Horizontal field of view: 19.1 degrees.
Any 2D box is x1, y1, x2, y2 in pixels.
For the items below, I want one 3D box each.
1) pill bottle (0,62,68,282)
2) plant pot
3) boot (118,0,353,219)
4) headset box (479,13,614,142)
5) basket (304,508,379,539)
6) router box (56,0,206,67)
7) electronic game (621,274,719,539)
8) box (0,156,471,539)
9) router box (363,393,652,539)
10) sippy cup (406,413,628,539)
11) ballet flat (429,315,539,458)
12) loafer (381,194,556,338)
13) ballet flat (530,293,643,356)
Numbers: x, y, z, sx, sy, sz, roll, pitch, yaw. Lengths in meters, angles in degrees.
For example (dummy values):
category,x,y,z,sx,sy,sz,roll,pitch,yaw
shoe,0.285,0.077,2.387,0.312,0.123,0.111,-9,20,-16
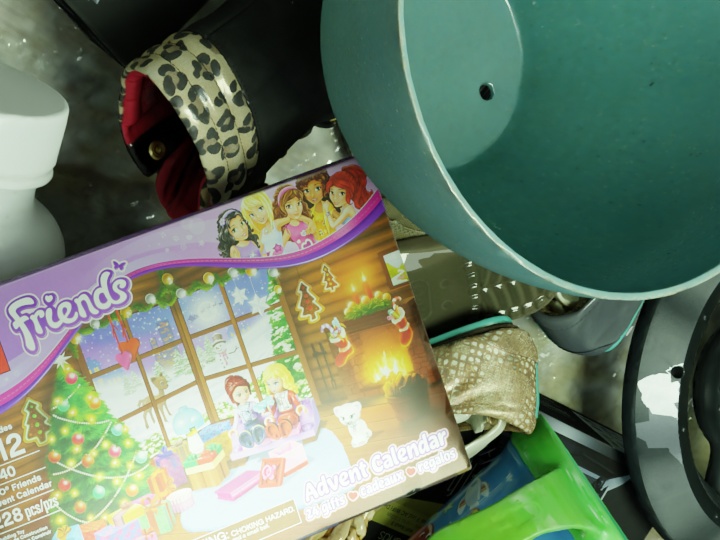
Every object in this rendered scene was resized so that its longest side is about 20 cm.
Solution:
category,x,y,z,sx,sy,sz,roll,pitch,yaw
pill bottle,-0.190,0.013,0.901,0.119,0.120,0.201,8,109,-33
plant pot,0.062,-0.089,0.827,0.199,0.134,0.202,1,88,-32
boot,-0.028,-0.072,0.942,0.150,0.073,0.200,-41,157,-22
headset box,0.142,-0.113,0.995,0.173,0.092,0.202,15,72,-35
basket,-0.102,0.112,0.947,0.149,0.143,0.200,41,101,-9
router box,-0.106,-0.206,0.875,0.157,0.052,0.200,-45,128,-5
electronic game,0.214,0.064,1.190,0.199,0.041,0.202,-8,101,-41
box,-0.068,0.050,0.853,0.199,0.039,0.138,-21,95,-17
router box,0.058,0.137,1.151,0.199,0.052,0.158,28,98,-37
sippy cup,0.075,0.163,1.067,0.130,0.140,0.178,-34,118,3
ballet flat,-0.005,0.083,1.034,0.199,0.066,0.070,-21,162,11
loafer,0.000,0.000,1.044,0.198,0.068,0.077,-6,125,-11
ballet flat,0.145,-0.048,1.104,0.073,0.073,0.201,21,104,-36
